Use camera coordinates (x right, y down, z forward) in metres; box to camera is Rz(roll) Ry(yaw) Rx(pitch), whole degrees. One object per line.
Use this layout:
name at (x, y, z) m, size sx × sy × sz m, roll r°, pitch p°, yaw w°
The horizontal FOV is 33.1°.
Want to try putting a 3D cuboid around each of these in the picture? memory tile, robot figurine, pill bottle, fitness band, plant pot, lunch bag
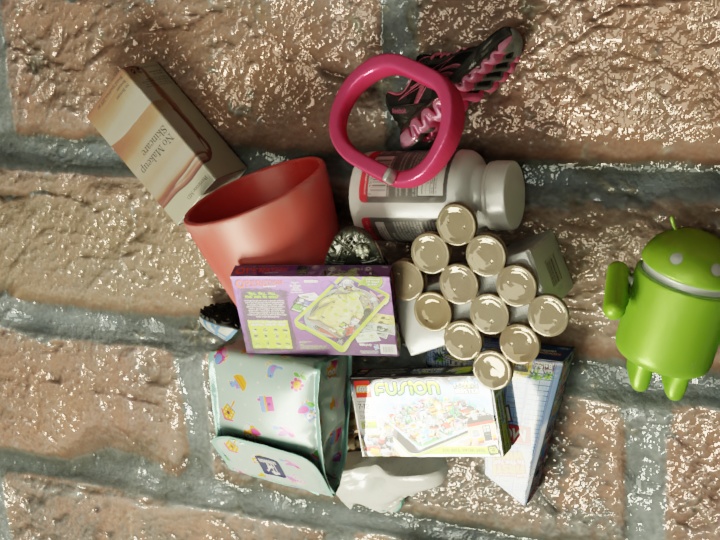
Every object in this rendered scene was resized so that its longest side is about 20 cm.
memory tile at (0.135, 0.032, 1.422) m, size 0.200 × 0.017 × 0.154 m, roll 45°, pitch 119°, yaw 7°
robot figurine at (0.360, 0.042, 1.379) m, size 0.173 × 0.116 × 0.203 m, roll 15°, pitch 110°, yaw 4°
pill bottle at (0.095, -0.091, 1.477) m, size 0.197 × 0.110 × 0.112 m, roll 2°, pitch 106°, yaw 26°
fitness band at (0.040, -0.180, 1.433) m, size 0.199 × 0.037 × 0.145 m, roll 34°, pitch 97°, yaw 44°
plant pot at (-0.105, -0.025, 1.561) m, size 0.198 × 0.201 × 0.179 m, roll -12°, pitch 110°, yaw 29°
lunch bag at (-0.103, 0.190, 1.578) m, size 0.168 × 0.122 × 0.203 m, roll 9°, pitch 109°, yaw 22°

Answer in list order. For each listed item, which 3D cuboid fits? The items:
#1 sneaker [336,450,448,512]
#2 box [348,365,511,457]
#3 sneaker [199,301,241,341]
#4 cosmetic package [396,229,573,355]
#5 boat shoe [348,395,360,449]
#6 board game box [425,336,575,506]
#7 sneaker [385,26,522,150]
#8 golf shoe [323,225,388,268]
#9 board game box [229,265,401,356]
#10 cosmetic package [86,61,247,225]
sneaker at (0.046, 0.290, 1.643) m, size 0.198 × 0.075 × 0.089 m, roll -9°, pitch 113°, yaw 40°
box at (0.087, 0.179, 1.533) m, size 0.197 × 0.035 × 0.112 m, roll -5°, pitch 103°, yaw 28°
sneaker at (-0.143, 0.100, 1.678) m, size 0.198 × 0.072 × 0.073 m, roll 22°, pitch 121°, yaw 23°
cosmetic package at (0.148, 0.028, 1.486) m, size 0.198 × 0.113 × 0.082 m, roll -19°, pitch 96°, yaw 27°
boat shoe at (-0.022, 0.211, 1.647) m, size 0.199 × 0.076 × 0.072 m, roll -29°, pitch 93°, yaw 32°
board game box at (0.171, 0.191, 1.550) m, size 0.197 × 0.062 × 0.203 m, roll 5°, pitch 106°, yaw 25°
sneaker at (0.105, -0.236, 1.458) m, size 0.199 × 0.079 × 0.096 m, roll -39°, pitch 69°, yaw 27°
golf shoe at (0.000, 0.000, 1.514) m, size 0.076 × 0.089 × 0.201 m, roll -3°, pitch 142°, yaw 9°
board game box at (-0.053, 0.049, 1.475) m, size 0.197 × 0.033 × 0.121 m, roll 1°, pitch 129°, yaw 12°
cosmetic package at (-0.263, -0.173, 1.645) m, size 0.200 × 0.087 × 0.103 m, roll 48°, pitch 118°, yaw 6°
